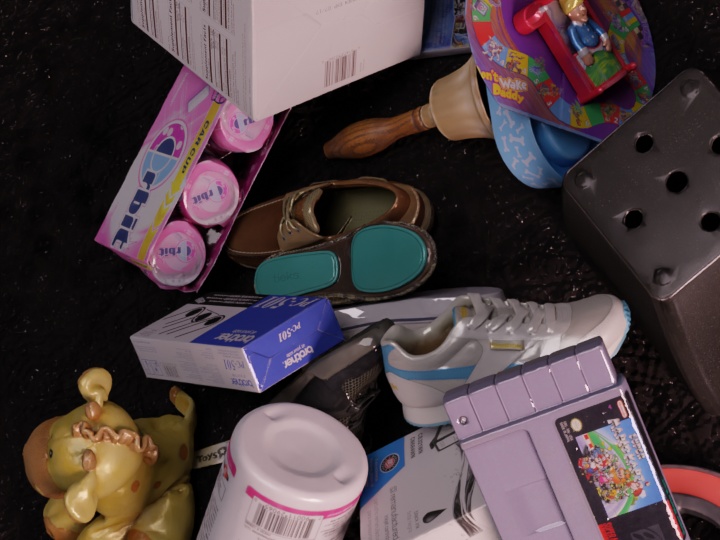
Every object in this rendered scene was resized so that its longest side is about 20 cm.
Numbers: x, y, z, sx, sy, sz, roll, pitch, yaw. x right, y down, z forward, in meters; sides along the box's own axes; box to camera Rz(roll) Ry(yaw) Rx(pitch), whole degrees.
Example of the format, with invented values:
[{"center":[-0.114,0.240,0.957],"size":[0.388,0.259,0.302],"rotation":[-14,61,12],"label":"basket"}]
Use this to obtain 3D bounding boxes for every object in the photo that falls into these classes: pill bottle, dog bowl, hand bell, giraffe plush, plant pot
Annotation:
[{"center":[-0.074,0.216,1.508],"size":[0.113,0.113,0.201],"rotation":[45,131,31],"label":"pill bottle"},{"center":[0.151,-0.162,1.567],"size":[0.049,0.111,0.201],"rotation":[-19,74,41],"label":"dog bowl"},{"center":[0.050,-0.133,1.643],"size":[0.199,0.104,0.105],"rotation":[-15,66,36],"label":"hand bell"},{"center":[-0.221,0.174,1.613],"size":[0.200,0.162,0.173],"rotation":[-34,61,13],"label":"giraffe plush"},{"center":[0.270,-0.040,1.433],"size":[0.200,0.177,0.200],"rotation":[-40,61,8],"label":"plant pot"}]

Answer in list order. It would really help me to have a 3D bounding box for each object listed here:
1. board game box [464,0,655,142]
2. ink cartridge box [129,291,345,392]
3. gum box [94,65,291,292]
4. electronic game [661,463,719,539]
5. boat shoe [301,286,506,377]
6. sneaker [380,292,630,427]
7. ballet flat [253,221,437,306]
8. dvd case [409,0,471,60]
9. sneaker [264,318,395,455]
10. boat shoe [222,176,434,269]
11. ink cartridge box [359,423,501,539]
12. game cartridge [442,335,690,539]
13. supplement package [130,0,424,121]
[{"center":[0.177,-0.195,1.523],"size":[0.039,0.199,0.159],"rotation":[-26,54,55],"label":"board game box"},{"center":[-0.109,0.059,1.590],"size":[0.094,0.044,0.200],"rotation":[-30,17,-29],"label":"ink cartridge box"},{"center":[-0.157,-0.083,1.702],"size":[0.113,0.066,0.201],"rotation":[20,82,57],"label":"gum box"},{"center":[0.227,0.232,1.405],"size":[0.199,0.042,0.201],"rotation":[-12,47,13],"label":"electronic game"},{"center":[0.034,0.058,1.589],"size":[0.199,0.071,0.070],"rotation":[-10,94,20],"label":"boat shoe"},{"center":[0.113,0.057,1.451],"size":[0.199,0.081,0.077],"rotation":[-20,26,12],"label":"sneaker"},{"center":[0.000,0.000,1.603],"size":[0.199,0.075,0.068],"rotation":[-12,74,36],"label":"ballet flat"},{"center":[0.134,-0.268,1.670],"size":[0.199,0.018,0.143],"rotation":[-4,71,26],"label":"dvd case"},{"center":[-0.010,0.125,1.550],"size":[0.114,0.076,0.199],"rotation":[50,125,8],"label":"sneaker"},{"center":[-0.036,-0.049,1.648],"size":[0.199,0.074,0.076],"rotation":[-10,68,23],"label":"boat shoe"},{"center":[0.104,0.172,1.457],"size":[0.199,0.084,0.146],"rotation":[-29,25,14],"label":"ink cartridge box"},{"center":[0.155,0.158,1.348],"size":[0.129,0.038,0.201],"rotation":[-20,103,16],"label":"game cartridge"},{"center":[-0.076,-0.265,1.643],"size":[0.191,0.148,0.200],"rotation":[-24,46,-30],"label":"supplement package"}]
